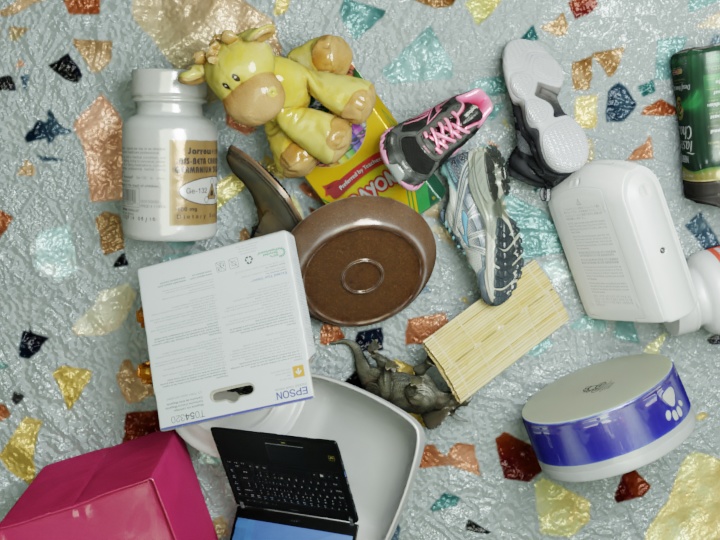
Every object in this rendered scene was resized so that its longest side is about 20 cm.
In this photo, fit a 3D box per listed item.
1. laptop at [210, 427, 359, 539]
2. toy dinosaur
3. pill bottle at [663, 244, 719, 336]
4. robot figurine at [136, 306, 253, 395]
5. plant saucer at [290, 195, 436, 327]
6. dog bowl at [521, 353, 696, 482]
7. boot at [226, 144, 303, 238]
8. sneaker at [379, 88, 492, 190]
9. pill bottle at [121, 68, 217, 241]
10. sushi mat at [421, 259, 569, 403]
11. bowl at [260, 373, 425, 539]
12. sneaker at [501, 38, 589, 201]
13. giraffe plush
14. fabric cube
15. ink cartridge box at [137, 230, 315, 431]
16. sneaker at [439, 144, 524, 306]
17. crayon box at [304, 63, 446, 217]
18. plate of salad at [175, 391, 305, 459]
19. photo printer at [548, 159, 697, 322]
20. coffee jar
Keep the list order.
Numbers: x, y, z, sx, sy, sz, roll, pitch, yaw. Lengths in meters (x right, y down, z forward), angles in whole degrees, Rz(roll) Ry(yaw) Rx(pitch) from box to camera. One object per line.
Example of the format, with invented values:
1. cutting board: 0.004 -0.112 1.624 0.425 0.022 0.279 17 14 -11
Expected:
1. laptop: -0.103 0.302 1.144 0.177 0.103 0.201 2 122 25
2. toy dinosaur: 0.046 0.149 1.224 0.199 0.077 0.103 15 130 8
3. pill bottle: 0.483 0.018 1.212 0.199 0.111 0.112 -16 99 -1
4. robot figurine: -0.175 0.086 1.176 0.199 0.058 0.146 -7 78 12
5. plant saucer: 0.000 0.000 1.176 0.200 0.035 0.201 -7 129 -8
6. dog bowl: 0.305 0.179 1.181 0.200 0.200 0.079 -23 96 0
7. boot: -0.118 -0.058 1.189 0.097 0.075 0.200 -43 100 0
8. sneaker: 0.096 -0.164 1.121 0.095 0.200 0.079 -29 102 40
9. pill bottle: -0.230 -0.139 1.151 0.114 0.114 0.201 1 98 -3
10. sushi mat: 0.176 0.076 1.218 0.200 0.012 0.096 -34 97 -21
11. bowl: -0.017 0.243 1.209 0.199 0.075 0.201 22 97 25
12. sneaker: 0.211 -0.184 1.188 0.075 0.114 0.201 -8 63 -17
13. giraffe plush: -0.105 -0.214 1.087 0.200 0.162 0.173 44 106 23
14. fabric cube: -0.298 0.336 1.172 0.199 0.199 0.197 -17 99 0
15. ink cartridge box: -0.156 0.072 1.122 0.196 0.043 0.201 -13 79 13
16. sneaker: 0.149 -0.054 1.204 0.086 0.078 0.201 -6 91 38
17. crayon box: -0.004 -0.137 1.178 0.127 0.051 0.200 -35 98 22
18. plate of salad: -0.160 0.139 1.221 0.199 0.048 0.201 -2 81 12
19. photo printer: 0.314 -0.038 1.172 0.069 0.166 0.201 -25 98 -21
20. coffee jar: 0.442 -0.179 1.187 0.085 0.104 0.201 -9 98 1
